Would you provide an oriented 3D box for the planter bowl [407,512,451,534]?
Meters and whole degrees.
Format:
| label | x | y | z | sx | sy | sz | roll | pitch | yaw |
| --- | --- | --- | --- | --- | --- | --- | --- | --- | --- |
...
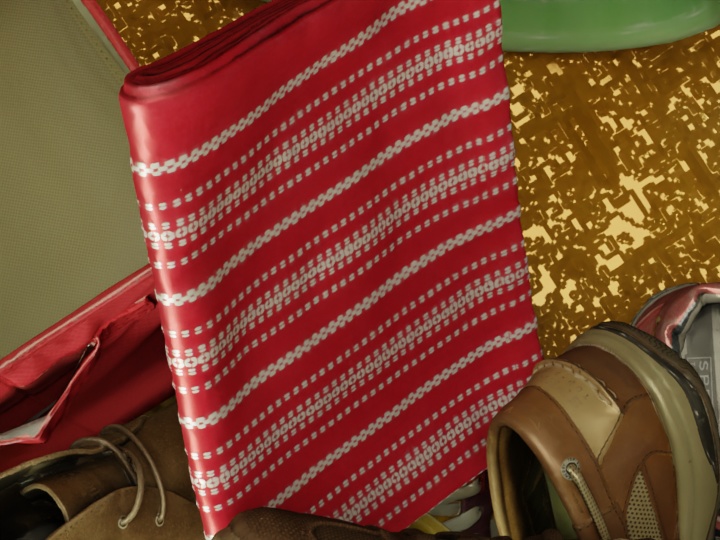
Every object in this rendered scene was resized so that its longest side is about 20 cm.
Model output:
| label | x | y | z | sx | sy | sz | roll | pitch | yaw |
| --- | --- | --- | --- | --- | --- | --- | --- | --- | --- |
| planter bowl | -0.039 | 0.169 | 0.877 | 0.200 | 0.083 | 0.201 | 2 | 108 | 8 |

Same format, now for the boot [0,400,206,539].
| label | x | y | z | sx | sy | sz | roll | pitch | yaw |
| --- | --- | --- | --- | --- | --- | --- | --- | --- | --- |
| boot | -0.067 | 0.075 | 0.822 | 0.200 | 0.075 | 0.074 | -35 | 61 | -19 |

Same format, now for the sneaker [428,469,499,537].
| label | x | y | z | sx | sy | sz | roll | pitch | yaw |
| --- | --- | --- | --- | --- | --- | --- | --- | --- | --- |
| sneaker | 0.018 | 0.068 | 0.912 | 0.075 | 0.090 | 0.200 | -12 | 86 | 0 |

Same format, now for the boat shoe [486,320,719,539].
| label | x | y | z | sx | sy | sz | roll | pitch | yaw |
| --- | --- | --- | --- | --- | --- | --- | --- | --- | --- |
| boat shoe | 0.077 | 0.116 | 0.864 | 0.074 | 0.076 | 0.200 | -24 | 114 | -32 |

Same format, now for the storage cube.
| label | x | y | z | sx | sy | sz | roll | pitch | yaw |
| --- | --- | --- | --- | --- | --- | --- | --- | --- | --- |
| storage cube | -0.144 | -0.020 | 0.866 | 0.171 | 0.180 | 0.200 | -34 | 78 | -2 |

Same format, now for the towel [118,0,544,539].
| label | x | y | z | sx | sy | sz | roll | pitch | yaw |
| --- | --- | --- | --- | --- | --- | --- | --- | --- | --- |
| towel | 0.000 | 0.000 | 0.796 | 0.145 | 0.022 | 0.200 | -32 | 129 | -32 |

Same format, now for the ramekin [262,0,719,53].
| label | x | y | z | sx | sy | sz | roll | pitch | yaw |
| --- | --- | --- | --- | --- | --- | --- | --- | --- | --- |
| ramekin | 0.036 | -0.149 | 0.879 | 0.200 | 0.200 | 0.098 | 8 | 78 | 1 |

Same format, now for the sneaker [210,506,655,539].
| label | x | y | z | sx | sy | sz | roll | pitch | yaw |
| --- | --- | --- | --- | --- | --- | --- | --- | --- | --- |
| sneaker | 0.052 | 0.104 | 0.793 | 0.200 | 0.070 | 0.076 | 28 | 87 | -15 |

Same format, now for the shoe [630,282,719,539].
| label | x | y | z | sx | sy | sz | roll | pitch | yaw |
| --- | --- | --- | --- | --- | --- | --- | --- | --- | --- |
| shoe | 0.126 | 0.102 | 0.908 | 0.071 | 0.091 | 0.200 | -6 | 86 | 1 |
